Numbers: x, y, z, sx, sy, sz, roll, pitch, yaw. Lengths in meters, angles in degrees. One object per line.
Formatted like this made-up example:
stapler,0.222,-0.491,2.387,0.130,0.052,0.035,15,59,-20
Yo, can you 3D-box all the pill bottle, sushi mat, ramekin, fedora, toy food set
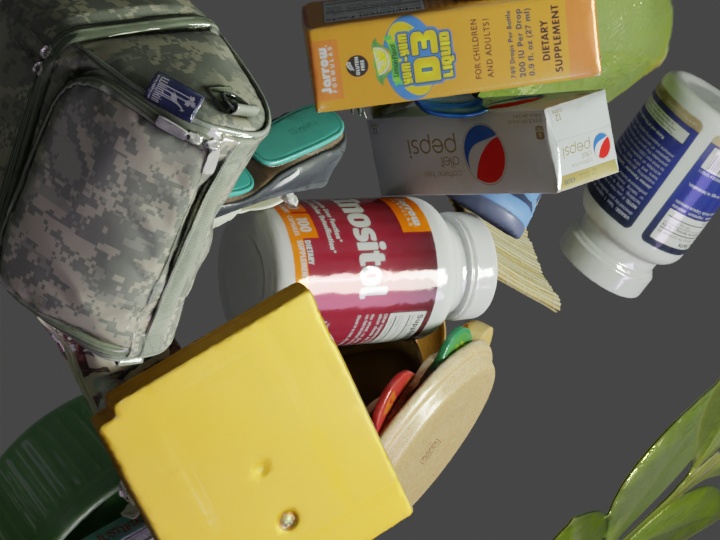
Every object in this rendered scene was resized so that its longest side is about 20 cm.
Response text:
pill bottle,0.000,0.000,1.403,0.199,0.113,0.113,-4,135,-29
sushi mat,0.127,-0.022,1.615,0.012,0.096,0.200,-31,158,16
ramekin,-0.207,0.186,1.445,0.200,0.098,0.200,-33,151,-21
pill bottle,0.281,-0.079,1.726,0.115,0.116,0.200,2,128,-55
fedora,-0.013,0.077,1.497,0.199,0.082,0.202,-9,118,-17
toy food set,0.038,0.128,1.436,0.201,0.049,0.198,-57,163,13

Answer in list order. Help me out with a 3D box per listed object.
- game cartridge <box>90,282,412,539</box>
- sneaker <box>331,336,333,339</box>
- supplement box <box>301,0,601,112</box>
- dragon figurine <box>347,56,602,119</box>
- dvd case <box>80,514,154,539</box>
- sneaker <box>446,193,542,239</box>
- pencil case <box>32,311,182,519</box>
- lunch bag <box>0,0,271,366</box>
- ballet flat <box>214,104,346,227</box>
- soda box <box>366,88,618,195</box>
game cartridge,-0.075,0.134,1.287,0.176,0.032,0.201,-30,113,-13
sneaker,-0.060,0.111,1.376,0.082,0.077,0.201,-67,177,-58
supplement box,0.061,-0.158,1.252,0.199,0.069,0.067,-8,115,3
dragon figurine,0.067,-0.145,1.325,0.059,0.199,0.100,-91,-167,-76
dvd case,-0.168,0.245,1.449,0.146,0.022,0.201,-28,148,-29
sneaker,0.123,-0.082,1.508,0.082,0.074,0.200,-56,-179,16
pencil case,-0.164,0.077,1.287,0.089,0.078,0.201,-41,121,-34
lunch bag,-0.146,-0.064,1.107,0.139,0.168,0.201,-12,139,-46
ballet flat,-0.090,-0.063,1.295,0.199,0.073,0.073,-21,145,-41
soda box,0.096,-0.094,1.370,0.068,0.199,0.064,-20,103,-37
